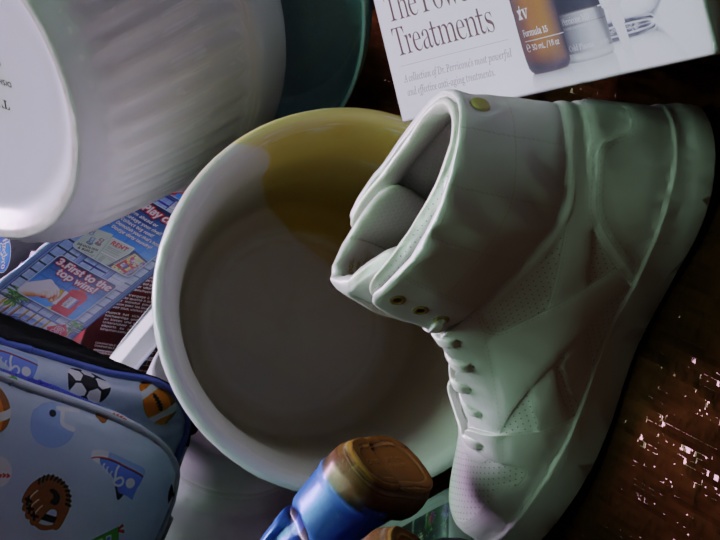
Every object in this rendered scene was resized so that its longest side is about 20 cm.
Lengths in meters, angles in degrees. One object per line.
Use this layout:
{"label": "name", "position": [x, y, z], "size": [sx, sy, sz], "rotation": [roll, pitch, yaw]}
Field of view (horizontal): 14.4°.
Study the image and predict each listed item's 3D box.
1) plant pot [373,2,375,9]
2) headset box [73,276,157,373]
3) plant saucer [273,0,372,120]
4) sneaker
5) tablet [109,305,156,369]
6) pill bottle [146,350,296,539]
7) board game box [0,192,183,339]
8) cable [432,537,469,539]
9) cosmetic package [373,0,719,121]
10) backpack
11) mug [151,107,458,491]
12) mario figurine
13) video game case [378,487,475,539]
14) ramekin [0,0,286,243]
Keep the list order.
{"label": "plant pot", "position": [-0.053, -0.225, 1.309], "size": [0.200, 0.200, 0.177], "rotation": [122, 138, -51]}
{"label": "headset box", "position": [-0.121, -0.025, 1.584], "size": [0.149, 0.075, 0.200], "rotation": [-103, 27, -45]}
{"label": "plant saucer", "position": [-0.067, -0.145, 1.197], "size": [0.200, 0.027, 0.200], "rotation": [27, 136, 30]}
{"label": "sneaker", "position": [0.038, 0.016, 1.013], "size": [0.074, 0.115, 0.200], "rotation": [-107, 29, -50]}
{"label": "tablet", "position": [-0.091, 0.014, 1.395], "size": [0.130, 0.014, 0.200], "rotation": [-50, 3, 6]}
{"label": "pill bottle", "position": [-0.087, 0.123, 1.351], "size": [0.112, 0.112, 0.200], "rotation": [-99, 25, -44]}
{"label": "board game box", "position": [-0.099, -0.089, 1.407], "size": [0.200, 0.062, 0.200], "rotation": [-25, 50, 35]}
{"label": "cable", "position": [0.020, 0.197, 1.039], "size": [0.163, 0.051, 0.200], "rotation": [6, 81, 57]}
{"label": "cosmetic package", "position": [0.064, -0.138, 0.971], "size": [0.200, 0.052, 0.151], "rotation": [-8, 94, 61]}
{"label": "backpack", "position": [-0.172, 0.113, 1.170], "size": [0.191, 0.200, 0.154], "rotation": [-68, 19, 2]}
{"label": "mug", "position": [-0.001, 0.010, 1.160], "size": [0.150, 0.186, 0.153], "rotation": [65, 169, 0]}
{"label": "mario figurine", "position": [-0.040, 0.149, 1.059], "size": [0.200, 0.106, 0.123], "rotation": [-39, 15, 23]}
{"label": "video game case", "position": [0.007, 0.197, 1.173], "size": [0.200, 0.023, 0.182], "rotation": [140, 135, -65]}
{"label": "ramekin", "position": [-0.139, -0.106, 1.196], "size": [0.200, 0.105, 0.200], "rotation": [28, 135, 31]}
